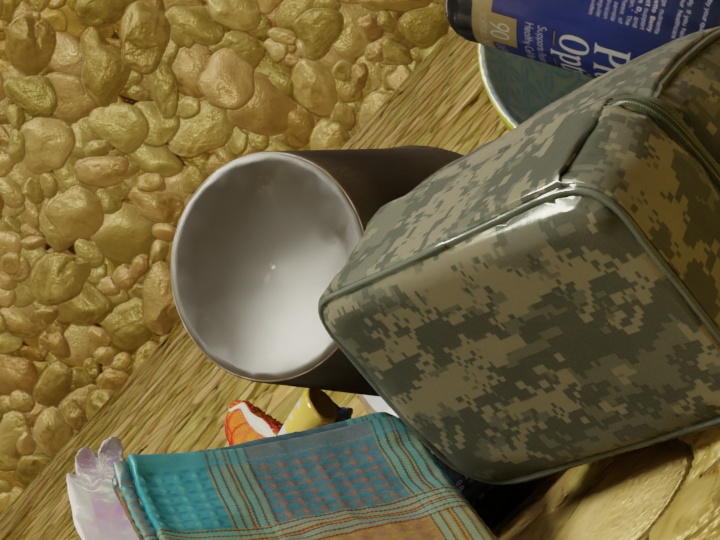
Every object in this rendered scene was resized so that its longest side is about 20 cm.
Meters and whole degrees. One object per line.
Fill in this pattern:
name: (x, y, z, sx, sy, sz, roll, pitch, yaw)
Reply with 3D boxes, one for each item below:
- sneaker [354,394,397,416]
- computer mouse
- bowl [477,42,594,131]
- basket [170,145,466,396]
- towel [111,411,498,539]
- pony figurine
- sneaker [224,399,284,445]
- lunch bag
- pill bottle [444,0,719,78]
sneaker: (0.045, 0.048, 1.163, 0.109, 0.070, 0.200, -53, 15, 2)
computer mouse: (0.103, 0.070, 0.916, 0.200, 0.034, 0.059, -40, 23, 12)
bowl: (0.173, -0.106, 1.003, 0.200, 0.200, 0.108, -51, -35, -15)
basket: (0.000, 0.000, 0.974, 0.136, 0.180, 0.200, -59, -25, 14)
towel: (-0.014, 0.118, 0.788, 0.147, 0.022, 0.200, -8, 23, -17)
pony figurine: (-0.065, 0.158, 0.985, 0.200, 0.166, 0.193, -48, 27, 26)
sneaker: (-0.080, 0.145, 1.394, 0.077, 0.073, 0.200, -59, 6, -2)
lunch bag: (0.107, -0.015, 0.824, 0.200, 0.139, 0.168, -26, 24, 46)
pill bottle: (0.151, -0.139, 0.886, 0.112, 0.200, 0.112, 19, -90, -75)
